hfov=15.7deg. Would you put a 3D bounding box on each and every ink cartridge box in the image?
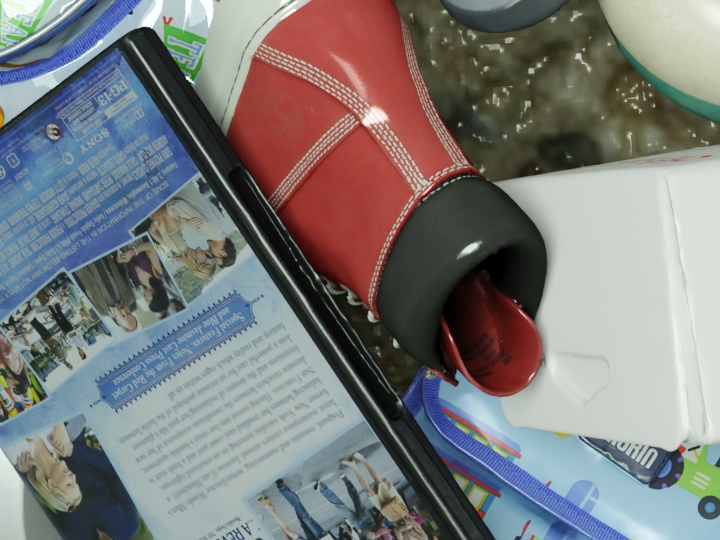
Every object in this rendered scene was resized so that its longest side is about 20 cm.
[{"bbox_3d":[0.156,-0.004,0.822,0.200,0.146,0.084,-9,92,-20],"label":"ink cartridge box"}]

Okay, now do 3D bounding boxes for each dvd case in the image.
[{"bbox_3d":[-0.062,0.038,0.844,0.143,0.018,0.200,-32,93,34],"label":"dvd case"}]

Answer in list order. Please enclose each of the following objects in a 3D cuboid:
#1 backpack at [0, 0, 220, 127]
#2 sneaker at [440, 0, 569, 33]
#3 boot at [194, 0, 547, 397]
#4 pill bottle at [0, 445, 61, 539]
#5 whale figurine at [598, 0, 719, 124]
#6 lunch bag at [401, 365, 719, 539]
[{"bbox_3d":[-0.108,-0.125,0.899,0.190,0.154,0.200,44,99,1],"label":"backpack"},{"bbox_3d":[0.054,-0.178,0.833,0.074,0.088,0.200,6,69,34],"label":"sneaker"},{"bbox_3d":[0.000,0.000,0.861,0.072,0.200,0.144,-28,72,-20],"label":"boot"},{"bbox_3d":[-0.205,0.050,0.947,0.200,0.113,0.113,8,95,9],"label":"pill bottle"},{"bbox_3d":[0.131,-0.139,0.893,0.159,0.104,0.200,-20,67,2],"label":"whale figurine"},{"bbox_3d":[0.081,0.082,0.922,0.150,0.094,0.200,30,85,5],"label":"lunch bag"}]
